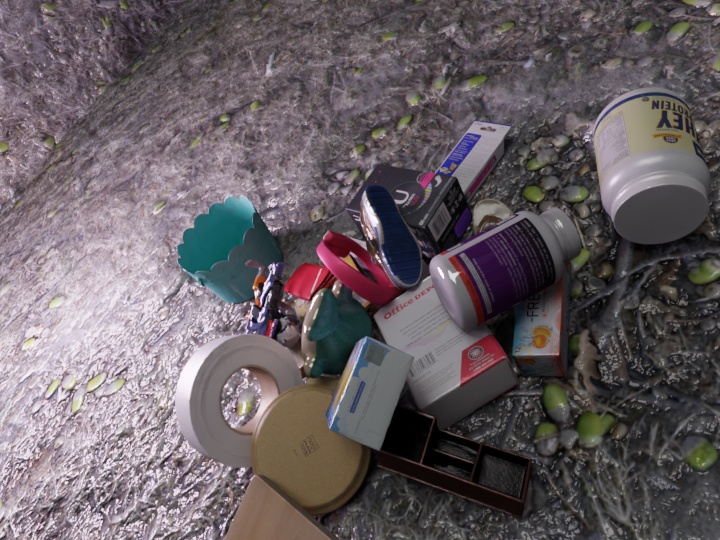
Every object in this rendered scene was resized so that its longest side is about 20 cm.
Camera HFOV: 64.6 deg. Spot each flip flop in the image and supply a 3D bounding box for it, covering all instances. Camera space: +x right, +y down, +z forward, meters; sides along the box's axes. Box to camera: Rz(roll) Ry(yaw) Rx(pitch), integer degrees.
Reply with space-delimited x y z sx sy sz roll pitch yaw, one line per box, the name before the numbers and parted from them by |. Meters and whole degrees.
flip flop | 0.227 -0.050 0.961 0.080 0.058 0.203 -14 48 23

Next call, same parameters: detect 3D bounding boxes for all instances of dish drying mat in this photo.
dish drying mat | -0.100 0.019 1.086 0.077 0.018 0.199 -51 20 -11

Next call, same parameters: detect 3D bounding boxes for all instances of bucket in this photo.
bucket | -0.277 -0.041 1.226 0.203 0.135 0.210 -17 46 19

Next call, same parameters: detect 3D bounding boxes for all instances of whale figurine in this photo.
whale figurine | -0.035 0.092 0.874 0.102 0.200 0.162 19 74 9

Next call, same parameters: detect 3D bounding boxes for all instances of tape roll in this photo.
tape roll | -0.188 0.204 0.909 0.070 0.202 0.205 -12 44 53

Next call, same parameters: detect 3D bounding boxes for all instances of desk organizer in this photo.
desk organizer | 0.118 0.241 0.733 0.196 0.078 0.073 14 61 19

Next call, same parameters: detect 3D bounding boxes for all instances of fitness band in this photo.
fitness band | 0.000 0.000 0.941 0.037 0.199 0.144 -47 73 12

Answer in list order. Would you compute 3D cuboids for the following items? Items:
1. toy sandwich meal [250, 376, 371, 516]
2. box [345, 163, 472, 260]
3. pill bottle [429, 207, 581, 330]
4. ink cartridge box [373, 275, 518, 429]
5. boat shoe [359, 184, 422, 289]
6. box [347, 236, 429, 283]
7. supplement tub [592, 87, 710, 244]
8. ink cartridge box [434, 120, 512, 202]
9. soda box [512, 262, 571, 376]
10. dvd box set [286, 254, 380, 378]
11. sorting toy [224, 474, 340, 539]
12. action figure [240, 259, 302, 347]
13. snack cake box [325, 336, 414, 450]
toy sandwich meal | -0.072 0.264 0.868 0.200 0.070 0.210 -1 69 4
box | 0.090 -0.110 1.066 0.198 0.107 0.123 18 64 42
pill bottle | 0.203 -0.008 0.799 0.197 0.113 0.113 -27 43 -4
ink cartridge box | 0.125 0.116 0.868 0.146 0.086 0.201 -32 41 6
boat shoe | 0.048 -0.046 0.963 0.071 0.073 0.203 -3 57 -22
box | 0.041 -0.018 1.069 0.198 0.042 0.039 20 67 41
supplement tub | 0.432 -0.157 0.854 0.142 0.146 0.203 -10 50 25
ink cartridge box | 0.213 -0.211 1.122 0.094 0.037 0.201 23 72 44
soda box | 0.271 0.053 0.842 0.067 0.064 0.203 -5 51 30
dvd box set | -0.063 0.078 1.039 0.200 0.029 0.147 -44 42 9
sorting toy | -0.102 0.415 0.751 0.197 0.069 0.203 21 85 40
action figure | -0.155 0.060 1.039 0.194 0.103 0.203 49 123 43
snack cake box | 0.007 0.156 0.749 0.066 0.200 0.117 22 79 -1
